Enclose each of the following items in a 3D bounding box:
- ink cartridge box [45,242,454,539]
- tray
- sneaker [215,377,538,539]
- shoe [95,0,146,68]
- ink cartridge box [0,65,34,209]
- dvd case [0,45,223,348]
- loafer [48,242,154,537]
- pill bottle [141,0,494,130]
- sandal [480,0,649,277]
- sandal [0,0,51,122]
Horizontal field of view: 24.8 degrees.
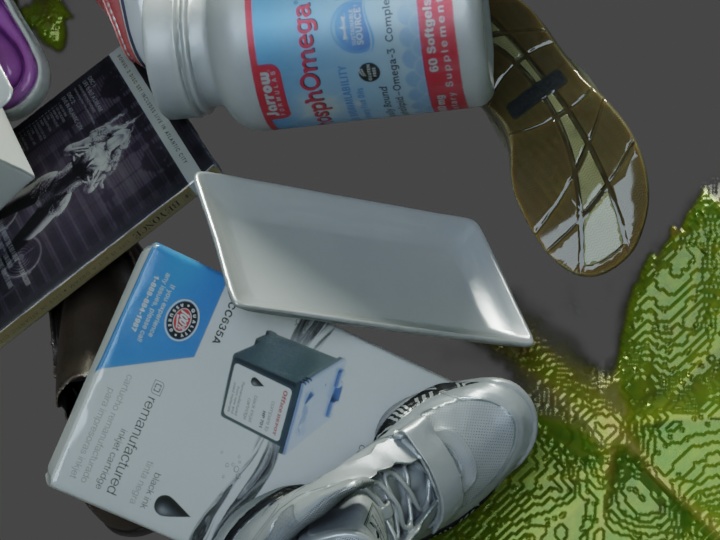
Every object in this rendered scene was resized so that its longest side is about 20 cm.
[{"bbox_3d":[-0.061,0.091,0.939,0.198,0.086,0.148,24,83,-9],"label":"ink cartridge box"},{"bbox_3d":[0.000,0.000,0.941,0.022,0.198,0.108,-57,39,35],"label":"tray"},{"bbox_3d":[0.020,0.123,0.854,0.198,0.115,0.076,-29,97,-13],"label":"sneaker"},{"bbox_3d":[-0.181,-0.207,1.062,0.090,0.072,0.202,-20,69,7],"label":"shoe"},{"bbox_3d":[-0.280,-0.070,1.017,0.200,0.068,0.117,-40,58,15],"label":"ink cartridge box"},{"bbox_3d":[-0.193,-0.044,1.027,0.199,0.016,0.149,-38,48,2],"label":"dvd case"},{"bbox_3d":[-0.152,0.060,1.004,0.072,0.071,0.202,-16,77,6],"label":"loafer"},{"bbox_3d":[-0.023,-0.141,0.969,0.197,0.109,0.110,-6,78,9],"label":"pill bottle"},{"bbox_3d":[0.117,-0.083,0.999,0.080,0.054,0.201,-31,61,7],"label":"sandal"},{"bbox_3d":[-0.278,-0.185,1.083,0.202,0.050,0.083,43,88,15],"label":"sandal"}]
